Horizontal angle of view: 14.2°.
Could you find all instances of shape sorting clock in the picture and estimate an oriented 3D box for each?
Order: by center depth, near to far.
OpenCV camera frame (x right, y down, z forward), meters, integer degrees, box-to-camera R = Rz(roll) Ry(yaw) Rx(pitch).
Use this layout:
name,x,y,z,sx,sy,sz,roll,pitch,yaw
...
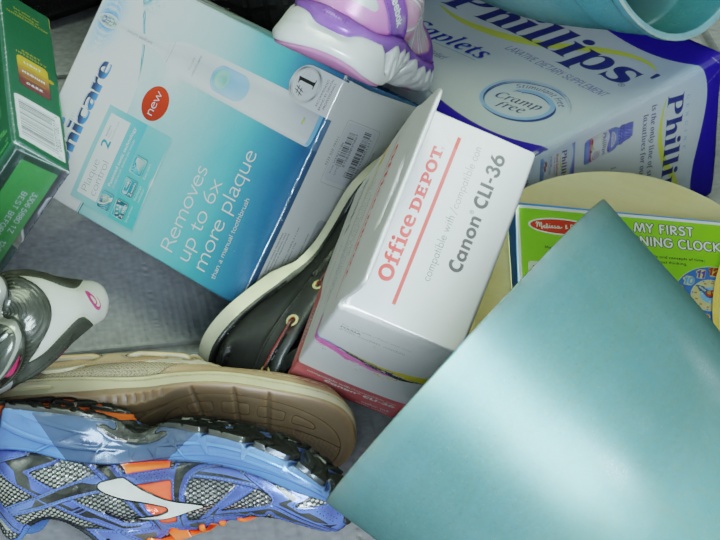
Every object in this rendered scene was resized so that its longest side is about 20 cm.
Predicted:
name,x,y,z,sx,sy,sz,roll,pitch,yaw
shape sorting clock,0.147,0.029,1.566,0.200,0.039,0.200,5,58,-9

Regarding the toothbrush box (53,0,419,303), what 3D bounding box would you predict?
name,x,y,z,sx,sy,sz,roll,pitch,yaw
toothbrush box,-0.082,-0.074,1.690,0.200,0.147,0.085,30,7,38

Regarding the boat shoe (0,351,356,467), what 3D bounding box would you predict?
name,x,y,z,sx,sy,sz,roll,pitch,yaw
boat shoe,-0.099,0.070,1.546,0.200,0.071,0.065,3,33,7

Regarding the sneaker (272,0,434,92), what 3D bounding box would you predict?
name,x,y,z,sx,sy,sz,roll,pitch,yaw
sneaker,0.011,-0.154,1.634,0.080,0.089,0.200,23,6,7

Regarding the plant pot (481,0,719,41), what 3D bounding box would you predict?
name,x,y,z,sx,sy,sz,roll,pitch,yaw
plant pot,0.114,-0.239,1.748,0.188,0.200,0.200,4,28,37

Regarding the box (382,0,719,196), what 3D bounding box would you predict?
name,x,y,z,sx,sy,sz,roll,pitch,yaw
box,0.088,-0.087,1.766,0.184,0.105,0.200,29,41,36

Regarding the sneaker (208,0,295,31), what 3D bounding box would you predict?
name,x,y,z,sx,sy,sz,roll,pitch,yaw
sneaker,-0.072,-0.151,1.831,0.088,0.076,0.200,-17,4,-34

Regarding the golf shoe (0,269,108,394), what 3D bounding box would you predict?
name,x,y,z,sx,sy,sz,roll,pitch,yaw
golf shoe,-0.214,0.049,1.530,0.088,0.077,0.200,-11,-6,-43

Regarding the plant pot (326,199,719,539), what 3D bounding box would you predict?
name,x,y,z,sx,sy,sz,roll,pitch,yaw
plant pot,0.108,0.093,1.400,0.161,0.201,0.201,43,43,5

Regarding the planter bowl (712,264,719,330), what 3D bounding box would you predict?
name,x,y,z,sx,sy,sz,roll,pitch,yaw
planter bowl,0.284,0.004,1.506,0.200,0.083,0.201,-3,63,6

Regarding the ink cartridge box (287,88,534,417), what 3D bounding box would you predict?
name,x,y,z,sx,sy,sz,roll,pitch,yaw
ink cartridge box,0.027,-0.006,1.471,0.067,0.200,0.117,22,73,-5

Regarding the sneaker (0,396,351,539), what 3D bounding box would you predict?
name,x,y,z,sx,sy,sz,roll,pitch,yaw
sneaker,-0.098,0.113,1.479,0.200,0.079,0.075,7,4,15

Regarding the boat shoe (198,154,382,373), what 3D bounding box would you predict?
name,x,y,z,sx,sy,sz,roll,pitch,yaw
boat shoe,0.001,0.001,1.610,0.201,0.074,0.063,-45,55,-14

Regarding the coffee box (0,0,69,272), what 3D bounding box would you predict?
name,x,y,z,sx,sy,sz,roll,pitch,yaw
coffee box,-0.226,-0.072,1.726,0.044,0.123,0.200,27,22,-25

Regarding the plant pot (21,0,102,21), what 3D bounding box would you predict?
name,x,y,z,sx,sy,sz,roll,pitch,yaw
plant pot,-0.234,-0.288,2.015,0.177,0.200,0.200,-5,31,-27
